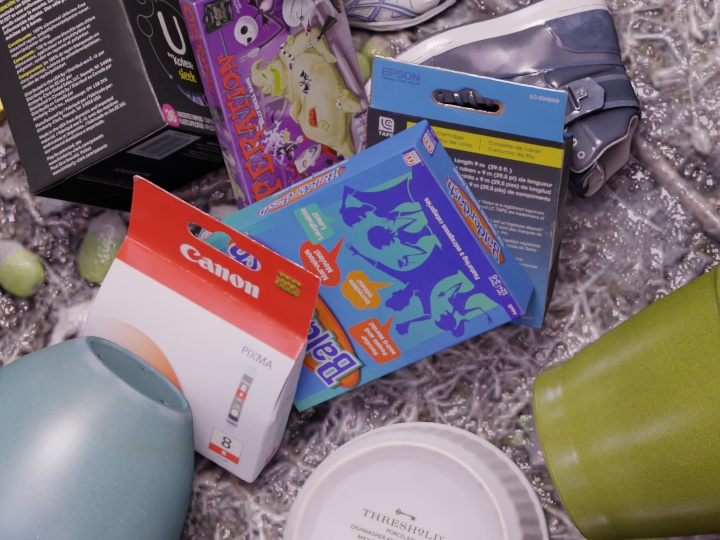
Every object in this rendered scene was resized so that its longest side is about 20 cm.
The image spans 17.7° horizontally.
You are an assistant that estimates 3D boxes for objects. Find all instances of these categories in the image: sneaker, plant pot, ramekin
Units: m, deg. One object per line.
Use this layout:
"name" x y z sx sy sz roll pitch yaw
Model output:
"sneaker" 0.109 -0.112 1.712 0.202 0.077 0.146 -20 75 4
"sneaker" -0.009 -0.221 1.745 0.200 0.088 0.075 -14 77 5
"plant pot" 0.230 0.102 1.611 0.193 0.200 0.201 -20 77 18
"ramekin" 0.034 0.205 1.660 0.202 0.094 0.203 -2 80 9
"plant pot" -0.195 0.127 1.645 0.200 0.200 0.135 38 98 13

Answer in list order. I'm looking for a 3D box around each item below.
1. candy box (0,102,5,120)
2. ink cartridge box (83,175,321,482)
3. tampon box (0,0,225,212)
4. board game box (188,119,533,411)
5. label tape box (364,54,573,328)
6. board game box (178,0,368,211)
"candy box" -0.354 -0.135 1.816 0.200 0.026 0.102 -30 80 3
"ink cartridge box" -0.119 0.046 1.668 0.162 0.200 0.050 29 51 13
"tampon box" -0.187 -0.164 1.717 0.126 0.150 0.200 -25 77 22
"board game box" 0.000 0.000 1.656 0.200 0.045 0.152 -25 111 27
"label tape box" 0.077 -0.068 1.659 0.144 0.063 0.200 12 124 11
"board game box" -0.053 -0.129 1.681 0.120 0.032 0.200 -27 120 -21
